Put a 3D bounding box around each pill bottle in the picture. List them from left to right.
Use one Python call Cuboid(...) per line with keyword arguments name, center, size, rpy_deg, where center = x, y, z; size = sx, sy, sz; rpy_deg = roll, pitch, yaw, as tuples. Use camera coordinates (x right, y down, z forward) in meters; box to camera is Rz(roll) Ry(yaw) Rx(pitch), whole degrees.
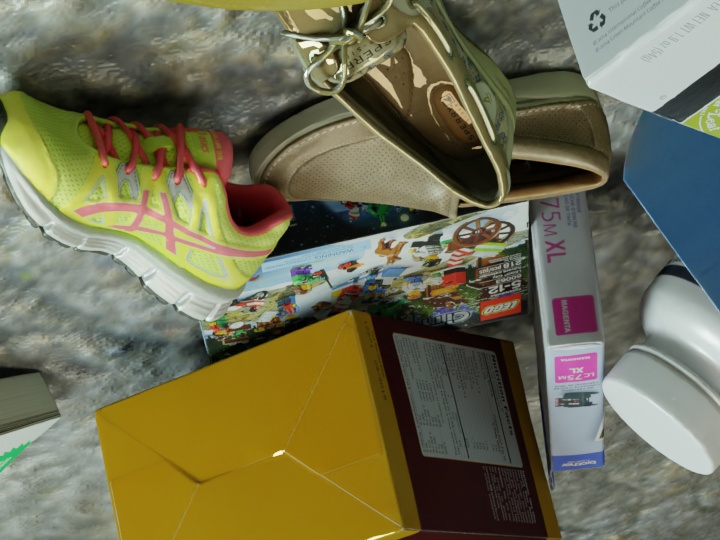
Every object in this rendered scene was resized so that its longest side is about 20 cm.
Cuboid(name="pill bottle", center=(0.232, 0.017, 1.413), size=(0.200, 0.111, 0.111), rpy_deg=(-49, 152, -12))

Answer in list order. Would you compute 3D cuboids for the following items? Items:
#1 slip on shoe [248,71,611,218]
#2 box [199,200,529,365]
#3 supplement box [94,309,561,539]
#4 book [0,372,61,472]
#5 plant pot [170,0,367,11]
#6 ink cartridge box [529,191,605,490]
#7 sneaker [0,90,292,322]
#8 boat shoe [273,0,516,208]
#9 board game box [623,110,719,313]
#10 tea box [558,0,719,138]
Cuboid(name="slip on shoe", center=(0.040, -0.059, 1.342), size=(0.199, 0.061, 0.076), rpy_deg=(-8, 150, -11))
Cuboid(name="box", center=(0.000, 0.000, 1.448), size=(0.199, 0.038, 0.137), rpy_deg=(-13, 150, -3))
Cuboid(name="supplement box", center=(-0.018, 0.127, 1.502), size=(0.197, 0.133, 0.200), rpy_deg=(-22, 162, 28))
Cuboid(name="book", center=(-0.295, 0.124, 1.476), size=(0.200, 0.048, 0.134), rpy_deg=(-14, 159, -46))
Cuboid(name="plant pot", center=(-0.004, -0.211, 0.953), size=(0.199, 0.201, 0.176), rpy_deg=(-25, 160, 17))
Cuboid(name="ink cartridge box", center=(0.125, 0.040, 1.485), size=(0.042, 0.120, 0.200), rpy_deg=(-4, 150, 1))
Cuboid(name="sneaker", center=(-0.114, -0.051, 1.280), size=(0.090, 0.078, 0.200), rpy_deg=(-39, 138, 19))
Cuboid(name="boat shoe", center=(0.017, -0.106, 1.229), size=(0.073, 0.063, 0.200), rpy_deg=(-31, 133, 26))
Cuboid(name="board game box", center=(0.241, -0.034, 1.352), size=(0.158, 0.200, 0.039), rpy_deg=(-34, 173, -13))
Cuboid(name="tea box", center=(0.221, -0.168, 1.163), size=(0.196, 0.134, 0.200), rpy_deg=(14, 140, -41))
